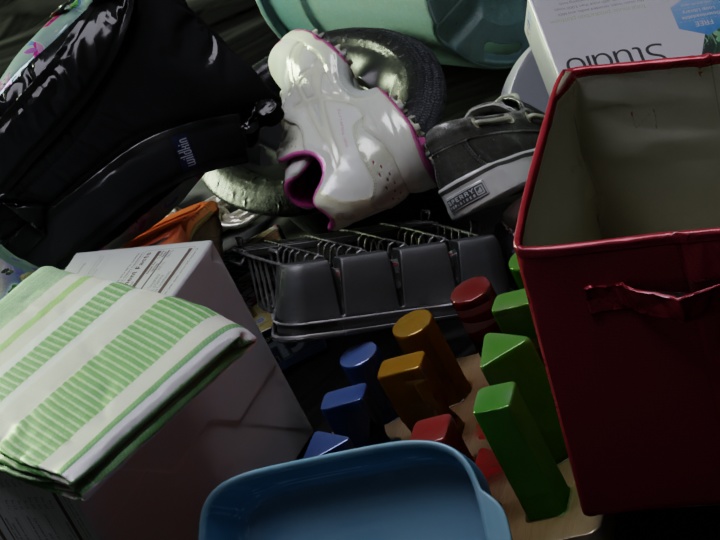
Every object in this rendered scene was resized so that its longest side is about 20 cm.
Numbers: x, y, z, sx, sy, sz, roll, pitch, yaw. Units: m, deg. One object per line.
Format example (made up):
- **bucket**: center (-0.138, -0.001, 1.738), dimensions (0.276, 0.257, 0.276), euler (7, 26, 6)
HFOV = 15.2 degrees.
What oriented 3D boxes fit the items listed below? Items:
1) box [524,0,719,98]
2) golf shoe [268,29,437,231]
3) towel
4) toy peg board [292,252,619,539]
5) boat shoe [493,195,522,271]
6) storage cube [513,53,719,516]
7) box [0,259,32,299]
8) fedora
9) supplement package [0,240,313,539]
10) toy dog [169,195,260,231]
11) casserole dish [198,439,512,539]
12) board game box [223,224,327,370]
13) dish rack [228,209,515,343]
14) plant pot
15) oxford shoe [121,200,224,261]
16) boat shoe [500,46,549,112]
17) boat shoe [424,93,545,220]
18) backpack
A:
- **box**: center (0.195, -0.099, 1.649), dimensions (0.144, 0.036, 0.200), euler (-11, 54, -8)
- **golf shoe**: center (-0.027, -0.093, 1.752), dimensions (0.091, 0.075, 0.200), euler (-36, 35, -6)
- **towel**: center (-0.168, 0.061, 1.519), dimensions (0.200, 0.023, 0.153), euler (11, 46, 47)
- **toy peg board**: center (0.047, 0.081, 1.541), dimensions (0.199, 0.098, 0.200), euler (-15, 30, 23)
- **boat shoe**: center (0.186, -0.044, 1.671), dimensions (0.200, 0.075, 0.093), euler (-37, 43, -13)
- **storage cube**: center (0.189, 0.005, 1.422), dimensions (0.170, 0.180, 0.200), euler (-5, 35, 17)
- **box**: center (-0.226, 0.019, 1.802), dimensions (0.136, 0.040, 0.200), euler (-11, 35, -12)
- **fedora**: center (-0.016, -0.079, 1.869), dimensions (0.200, 0.092, 0.201), euler (-18, 36, 14)
- **supplement package**: center (-0.142, 0.106, 1.606), dimensions (0.111, 0.156, 0.200), euler (-4, 36, 34)
- **toy dog**: center (-0.178, -0.049, 1.965), dimensions (0.200, 0.096, 0.132), euler (-5, 36, 38)
- **casserole dish**: center (0.000, 0.157, 1.454), dimensions (0.199, 0.122, 0.039), euler (-13, -4, 29)
- **board game box**: center (-0.127, 0.054, 1.812), dimensions (0.200, 0.035, 0.136), euler (-27, 28, 3)
- **dish rack**: center (0.000, 0.000, 1.709), dimensions (0.153, 0.055, 0.200), euler (-7, 7, -14)
- **plant pot**: center (0.050, -0.231, 1.956), dimensions (0.200, 0.201, 0.196), euler (-39, 31, -20)
- **oxford shoe**: center (-0.121, 0.004, 1.788), dimensions (0.071, 0.073, 0.200), euler (-24, 9, 12)
- **boat shoe**: center (0.154, -0.150, 1.881), dimensions (0.200, 0.071, 0.070), euler (-51, 8, -30)
- **boat shoe**: center (0.098, -0.081, 1.725), dimensions (0.071, 0.064, 0.200), euler (-27, -3, 23)
- **backpack**: center (-0.169, -0.084, 1.746), dimensions (0.200, 0.167, 0.127), euler (-46, -2, -6)
